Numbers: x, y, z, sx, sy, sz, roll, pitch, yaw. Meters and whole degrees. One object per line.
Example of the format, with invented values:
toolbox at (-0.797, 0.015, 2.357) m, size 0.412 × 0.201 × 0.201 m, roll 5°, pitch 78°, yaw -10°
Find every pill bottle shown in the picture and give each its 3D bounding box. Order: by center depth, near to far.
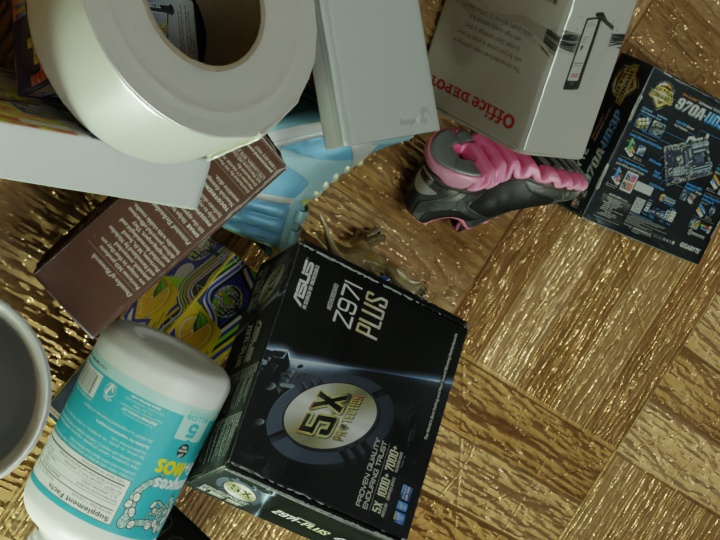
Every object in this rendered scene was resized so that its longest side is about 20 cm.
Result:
pill bottle at (-0.189, 0.148, 1.557) m, size 0.111 × 0.111 × 0.201 m, roll 20°, pitch 100°, yaw -44°

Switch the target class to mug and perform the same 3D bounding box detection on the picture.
mug at (-0.304, 0.062, 1.473) m, size 0.147 × 0.175 × 0.201 m, roll -13°, pitch 88°, yaw -8°

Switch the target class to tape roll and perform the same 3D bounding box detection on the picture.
tape roll at (-0.126, -0.177, 1.383) m, size 0.202 × 0.071 × 0.203 m, roll 14°, pitch 68°, yaw -39°

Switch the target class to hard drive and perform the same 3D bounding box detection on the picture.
hard drive at (0.002, -0.203, 1.604) m, size 0.132 × 0.026 × 0.201 m, roll -14°, pitch 95°, yaw -52°

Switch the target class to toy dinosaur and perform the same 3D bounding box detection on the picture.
toy dinosaur at (0.000, 0.000, 1.697) m, size 0.058 × 0.101 × 0.200 m, roll -50°, pitch 172°, yaw 8°

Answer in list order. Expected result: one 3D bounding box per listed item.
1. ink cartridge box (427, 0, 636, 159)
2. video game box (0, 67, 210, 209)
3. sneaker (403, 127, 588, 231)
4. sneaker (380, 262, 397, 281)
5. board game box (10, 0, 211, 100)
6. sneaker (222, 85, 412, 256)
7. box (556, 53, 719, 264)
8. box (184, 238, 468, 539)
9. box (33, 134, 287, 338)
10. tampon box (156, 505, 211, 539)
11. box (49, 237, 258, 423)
ink cartridge box at (0.147, -0.212, 1.713) m, size 0.084 × 0.146 × 0.201 m, roll 4°, pitch 111°, yaw -43°
video game box at (-0.235, -0.104, 1.428) m, size 0.200 × 0.182 × 0.047 m, roll 8°, pitch 104°, yaw -42°
sneaker at (0.119, -0.076, 1.829) m, size 0.199 × 0.079 × 0.096 m, roll 1°, pitch 134°, yaw -39°
sneaker at (0.008, 0.095, 1.809) m, size 0.075 × 0.078 × 0.201 m, roll 1°, pitch 112°, yaw -39°
board game box at (-0.171, -0.218, 1.441) m, size 0.165 × 0.057 × 0.201 m, roll 3°, pitch 76°, yaw -39°
sneaker at (-0.041, -0.081, 1.676) m, size 0.199 × 0.080 × 0.131 m, roll -8°, pitch 116°, yaw -26°
box at (0.295, -0.105, 1.964) m, size 0.200 × 0.046 × 0.159 m, roll 18°, pitch 100°, yaw -44°
box at (-0.024, 0.104, 1.597) m, size 0.163 × 0.086 × 0.201 m, roll 27°, pitch 66°, yaw -19°
box at (-0.153, -0.044, 1.544) m, size 0.200 × 0.100 × 0.075 m, roll -39°, pitch 100°, yaw 3°
tampon box at (-0.173, 0.293, 1.680) m, size 0.150 × 0.200 × 0.126 m, roll -40°, pitch 132°, yaw -16°
box at (-0.165, 0.067, 1.655) m, size 0.200 × 0.070 × 0.064 m, roll -51°, pitch 130°, yaw -6°
